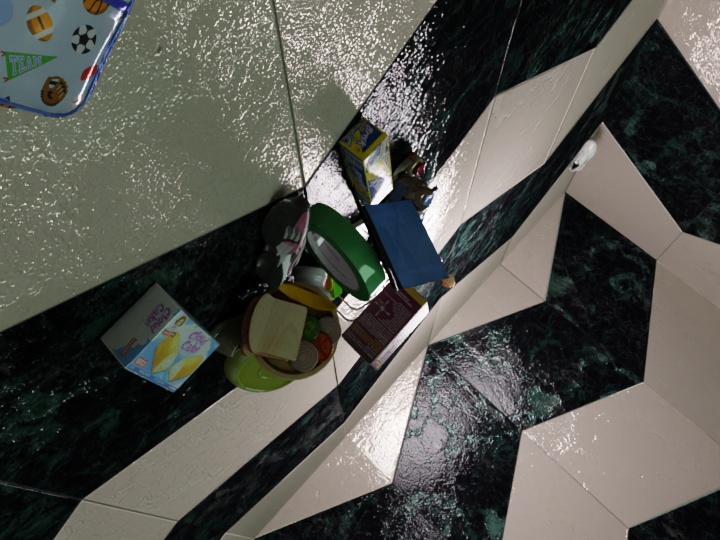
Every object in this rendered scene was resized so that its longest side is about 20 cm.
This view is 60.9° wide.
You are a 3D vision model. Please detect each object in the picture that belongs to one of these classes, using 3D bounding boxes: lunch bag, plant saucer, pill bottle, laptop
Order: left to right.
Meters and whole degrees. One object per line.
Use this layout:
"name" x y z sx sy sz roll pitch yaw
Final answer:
"lunch bag" -0.265 -0.208 0.442 0.162 0.075 0.199 -56 163 11
"plant saucer" -0.200 0.210 1.345 0.195 0.031 0.203 -13 138 -12
"pill bottle" -0.115 0.098 1.261 0.104 0.102 0.205 31 64 -72
"laptop" 0.074 -0.074 1.144 0.114 0.190 0.200 -25 159 1

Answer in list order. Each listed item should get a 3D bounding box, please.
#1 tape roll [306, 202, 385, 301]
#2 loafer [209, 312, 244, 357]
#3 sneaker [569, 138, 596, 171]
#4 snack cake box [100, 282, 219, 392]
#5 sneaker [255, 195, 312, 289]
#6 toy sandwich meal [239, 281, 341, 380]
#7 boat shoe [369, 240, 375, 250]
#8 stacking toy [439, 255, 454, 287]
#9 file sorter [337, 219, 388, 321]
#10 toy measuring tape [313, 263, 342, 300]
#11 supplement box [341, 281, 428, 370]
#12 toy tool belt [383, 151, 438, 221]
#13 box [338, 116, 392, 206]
"tape roll" -0.037 -0.033 1.144 0.048 0.200 0.201 -42 161 -15
"loafer" -0.219 0.123 1.224 0.199 0.069 0.076 -28 152 -52
"sneaker" 1.161 -0.596 3.200 0.080 0.075 0.202 -24 150 -35
"snack cake box" -0.312 0.113 0.981 0.115 0.067 0.201 -45 162 -12
"sneaker" -0.130 -0.063 1.095 0.086 0.080 0.201 -48 174 -46
"toy sandwich meal" -0.127 0.111 1.163 0.205 0.206 0.070 -44 -171 -17
"boat shoe" 0.050 -0.049 1.557 0.202 0.062 0.074 -56 161 11
"stacking toy" 0.187 -0.023 1.717 0.116 0.200 0.110 -40 161 -23
"file sorter" 0.000 0.000 1.430 0.138 0.124 0.202 -32 155 -43
"toy measuring tape" -0.077 -0.022 1.335 0.073 0.073 0.204 -35 135 -39
"supplement box" 0.062 0.126 1.464 0.200 0.103 0.131 -47 165 -5
"toy tool belt" 0.132 -0.163 1.427 0.124 0.122 0.202 -34 156 -40
"box" 0.014 -0.198 1.166 0.070 0.064 0.201 -46 163 -11
